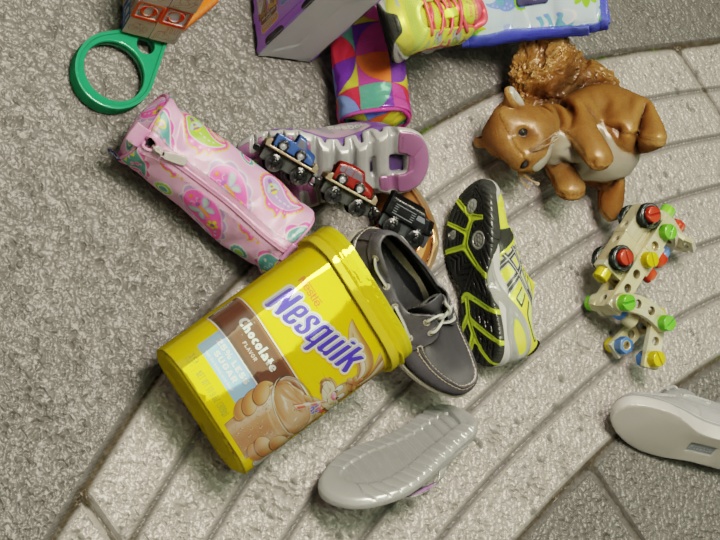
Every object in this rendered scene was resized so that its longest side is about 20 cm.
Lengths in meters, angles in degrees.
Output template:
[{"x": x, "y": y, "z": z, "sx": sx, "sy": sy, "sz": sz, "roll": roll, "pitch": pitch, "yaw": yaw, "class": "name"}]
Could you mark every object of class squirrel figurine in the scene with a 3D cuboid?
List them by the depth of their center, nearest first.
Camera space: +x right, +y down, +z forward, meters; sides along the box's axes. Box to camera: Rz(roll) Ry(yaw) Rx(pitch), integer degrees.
[{"x": 0.218, "y": -0.170, "z": 1.734, "sx": 0.186, "sy": 0.142, "sz": 0.201, "roll": 2, "pitch": 56, "yaw": -20, "class": "squirrel figurine"}]

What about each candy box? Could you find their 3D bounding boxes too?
[{"x": -0.051, "y": -0.344, "z": 1.587, "sx": 0.071, "sy": 0.168, "sz": 0.201, "roll": 4, "pitch": 70, "yaw": -30, "class": "candy box"}]

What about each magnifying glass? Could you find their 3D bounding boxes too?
[{"x": -0.211, "y": -0.227, "z": 1.536, "sx": 0.080, "sy": 0.022, "sz": 0.200, "roll": 48, "pitch": 56, "yaw": -7, "class": "magnifying glass"}]

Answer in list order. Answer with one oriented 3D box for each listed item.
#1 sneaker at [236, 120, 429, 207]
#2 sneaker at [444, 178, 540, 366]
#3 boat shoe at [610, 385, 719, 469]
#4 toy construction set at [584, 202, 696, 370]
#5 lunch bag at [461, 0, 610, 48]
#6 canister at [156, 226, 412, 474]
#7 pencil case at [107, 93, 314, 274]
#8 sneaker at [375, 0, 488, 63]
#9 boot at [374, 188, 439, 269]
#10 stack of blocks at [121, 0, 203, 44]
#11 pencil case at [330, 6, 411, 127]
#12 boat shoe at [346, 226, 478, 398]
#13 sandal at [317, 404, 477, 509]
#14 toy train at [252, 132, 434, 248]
[{"x": -0.034, "y": -0.116, "z": 1.571, "sx": 0.199, "sy": 0.089, "sz": 0.081, "roll": -4, "pitch": 111, "yaw": -11, "class": "sneaker"}, {"x": 0.144, "y": 0.003, "z": 1.646, "sx": 0.076, "sy": 0.075, "sz": 0.201, "roll": 1, "pitch": 82, "yaw": -39, "class": "sneaker"}, {"x": 0.361, "y": 0.164, "z": 1.721, "sx": 0.199, "sy": 0.072, "sz": 0.069, "roll": 14, "pitch": 44, "yaw": -20, "class": "boat shoe"}, {"x": 0.324, "y": 0.001, "z": 1.735, "sx": 0.131, "sy": 0.092, "sz": 0.200, "roll": 43, "pitch": 55, "yaw": -20, "class": "toy construction set"}, {"x": 0.184, "y": -0.349, "z": 1.726, "sx": 0.169, "sy": 0.128, "sz": 0.201, "roll": -7, "pitch": 72, "yaw": 5, "class": "lunch bag"}, {"x": -0.071, "y": 0.075, "z": 1.432, "sx": 0.200, "sy": 0.086, "sz": 0.149, "roll": -36, "pitch": 101, "yaw": -17, "class": "canister"}, {"x": -0.141, "y": -0.083, "z": 1.482, "sx": 0.200, "sy": 0.087, "sz": 0.088, "roll": 39, "pitch": 56, "yaw": -17, "class": "pencil case"}, {"x": 0.078, "y": -0.266, "z": 1.597, "sx": 0.200, "sy": 0.090, "sz": 0.079, "roll": -33, "pitch": 110, "yaw": -67, "class": "sneaker"}, {"x": 0.000, "y": 0.000, "z": 1.558, "sx": 0.154, "sy": 0.077, "sz": 0.201, "roll": -3, "pitch": 81, "yaw": -29, "class": "boot"}, {"x": -0.187, "y": -0.342, "z": 1.520, "sx": 0.058, "sy": 0.115, "sz": 0.201, "roll": 11, "pitch": 61, "yaw": -23, "class": "stack of blocks"}, {"x": 0.004, "y": -0.243, "z": 1.640, "sx": 0.088, "sy": 0.088, "sz": 0.201, "roll": 4, "pitch": 68, "yaw": -31, "class": "pencil case"}, {"x": 0.058, "y": 0.043, "z": 1.501, "sx": 0.073, "sy": 0.063, "sz": 0.200, "roll": -42, "pitch": 104, "yaw": -28, "class": "boat shoe"}, {"x": 0.044, "y": 0.196, "z": 1.514, "sx": 0.202, "sy": 0.082, "sz": 0.050, "roll": -24, "pitch": 129, "yaw": -38, "class": "sandal"}, {"x": -0.014, "y": -0.083, "z": 1.515, "sx": 0.199, "sy": 0.034, "sz": 0.046, "roll": 28, "pitch": 93, "yaw": -12, "class": "toy train"}]
